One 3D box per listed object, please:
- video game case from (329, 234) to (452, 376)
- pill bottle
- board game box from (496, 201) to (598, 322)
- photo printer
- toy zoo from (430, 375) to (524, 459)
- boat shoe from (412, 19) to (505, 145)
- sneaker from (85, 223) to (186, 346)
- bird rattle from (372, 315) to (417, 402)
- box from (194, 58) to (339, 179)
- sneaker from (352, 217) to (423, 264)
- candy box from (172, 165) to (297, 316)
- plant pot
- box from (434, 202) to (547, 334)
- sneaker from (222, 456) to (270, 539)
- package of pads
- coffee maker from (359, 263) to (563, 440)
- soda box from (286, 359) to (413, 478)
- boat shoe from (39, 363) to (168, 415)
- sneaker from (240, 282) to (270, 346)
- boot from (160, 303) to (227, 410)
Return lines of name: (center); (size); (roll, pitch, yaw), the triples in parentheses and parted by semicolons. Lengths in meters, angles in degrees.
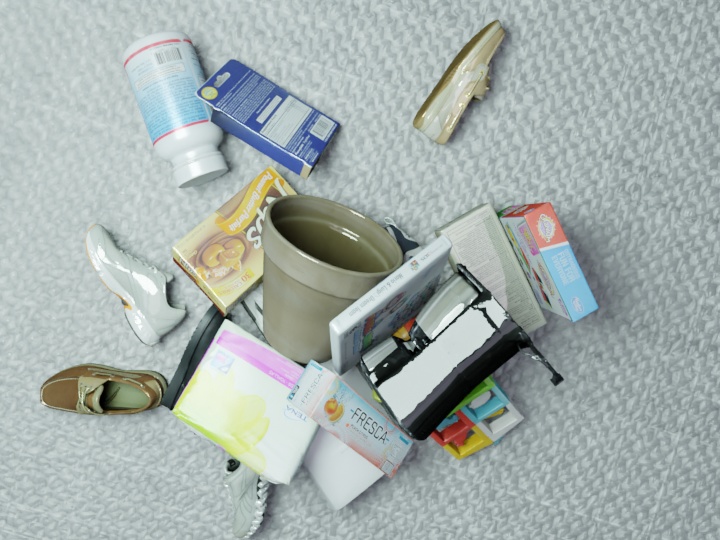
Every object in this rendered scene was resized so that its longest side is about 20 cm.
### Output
video game case: (0.036, 0.054, 0.785); (0.180, 0.201, 0.024); (-37, 72, -15)
pill bottle: (-0.269, -0.234, 0.884); (0.105, 0.109, 0.206); (-19, 94, 1)
board game box: (0.257, -0.018, 0.862); (0.039, 0.200, 0.157); (-26, 95, 1)
photo printer: (-0.033, 0.243, 0.937); (0.164, 0.069, 0.203); (-35, 94, -5)
toy zoo: (0.170, 0.226, 0.910); (0.129, 0.021, 0.200); (-35, 131, 10)
boat shoe: (0.161, -0.283, 0.911); (0.068, 0.074, 0.202); (36, 94, -15)
sneaker: (-0.344, 0.009, 0.926); (0.090, 0.076, 0.204); (-31, 102, -6)
bird rattle: (0.091, 0.117, 0.903); (0.198, 0.113, 0.165); (-37, 89, 8)
box: (-0.138, -0.230, 0.889); (0.196, 0.123, 0.033); (32, 138, -4)
sneaker: (0.000, 0.000, 0.924); (0.197, 0.079, 0.131); (-38, 84, 11)
candy box: (-0.166, -0.047, 0.881); (0.116, 0.055, 0.200); (45, 65, 1)
plant pot: (-0.058, 0.023, 0.817); (0.194, 0.201, 0.178); (21, 115, -2)
box: (0.199, 0.008, 0.923); (0.093, 0.078, 0.205); (-25, 94, 1)
sneaker: (-0.178, 0.330, 0.922); (0.078, 0.076, 0.206); (9, 113, -19)
package of pads: (-0.150, 0.191, 0.850); (0.196, 0.068, 0.158); (30, 74, 1)
coffee maker: (0.119, 0.125, 0.779); (0.200, 0.193, 0.135); (-44, 131, 4)
soda box: (-0.010, 0.209, 0.825); (0.064, 0.068, 0.200); (-53, 127, -15)
boat shoe: (-0.405, 0.189, 0.930); (0.192, 0.074, 0.079); (-3, 94, -1)
sneaker: (-0.128, 0.038, 0.935); (0.114, 0.076, 0.203); (-36, 97, -11)
boot: (-0.207, 0.174, 0.933); (0.159, 0.073, 0.203); (28, 100, -1)
